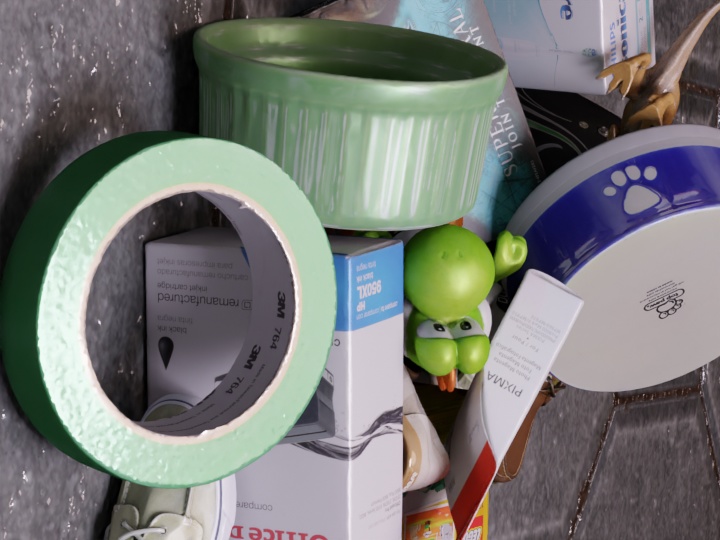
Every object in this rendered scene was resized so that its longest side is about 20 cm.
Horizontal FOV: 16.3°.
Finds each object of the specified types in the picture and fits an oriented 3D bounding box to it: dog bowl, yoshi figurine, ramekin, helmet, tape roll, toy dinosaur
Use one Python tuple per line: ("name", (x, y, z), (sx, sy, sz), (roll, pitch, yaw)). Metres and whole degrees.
("dog bowl", (0.201, -0.006, 1.763), (0.200, 0.200, 0.079), (60, 6, -54))
("yoshi figurine", (0.047, -0.006, 1.631), (0.112, 0.112, 0.200), (51, 5, -26))
("ramekin", (-0.010, -0.093, 1.587), (0.200, 0.200, 0.098), (-28, 127, -64))
("helmet", (0.122, -0.052, 1.914), (0.200, 0.191, 0.200), (-22, 130, -29))
("tape roll", (-0.107, 0.022, 1.429), (0.200, 0.048, 0.201), (-6, 100, -35))
("toy dinosaur", (0.210, -0.131, 1.780), (0.200, 0.060, 0.106), (-62, 164, 11))

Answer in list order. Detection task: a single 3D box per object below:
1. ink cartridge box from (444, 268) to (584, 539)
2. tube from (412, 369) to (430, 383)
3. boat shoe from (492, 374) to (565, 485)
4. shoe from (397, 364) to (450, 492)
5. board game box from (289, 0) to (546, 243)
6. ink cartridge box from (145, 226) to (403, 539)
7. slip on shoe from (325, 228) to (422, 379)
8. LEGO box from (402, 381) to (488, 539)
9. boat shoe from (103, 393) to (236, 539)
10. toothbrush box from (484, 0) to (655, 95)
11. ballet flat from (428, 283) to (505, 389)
("ink cartridge box", (0.075, 0.116, 1.658), (0.200, 0.057, 0.163), (-56, 173, -23))
("tube", (0.068, 0.059, 1.991), (0.200, 0.050, 0.078), (-50, 145, -61))
("boat shoe", (0.140, 0.085, 2.135), (0.072, 0.068, 0.200), (18, 78, -69))
("shoe", (-0.009, 0.068, 1.651), (0.053, 0.200, 0.070), (-4, 139, -44))
("board game box", (0.045, -0.108, 1.750), (0.135, 0.028, 0.200), (-25, 103, -18))
("ink cartridge box", (-0.053, 0.079, 1.566), (0.084, 0.144, 0.200), (-18, 110, -64))
("slip on shoe", (0.000, 0.000, 1.792), (0.076, 0.060, 0.200), (-55, 142, -51))
("LEGO box", (0.003, 0.167, 1.742), (0.200, 0.077, 0.149), (-10, 103, -51))
("boat shoe", (-0.122, 0.174, 1.512), (0.062, 0.072, 0.200), (10, 87, -70))
("toothbrush box", (0.107, -0.214, 1.822), (0.085, 0.200, 0.147), (-30, 121, -50))
("ballet flat", (0.082, 0.068, 1.835), (0.200, 0.069, 0.070), (81, 24, -50))
